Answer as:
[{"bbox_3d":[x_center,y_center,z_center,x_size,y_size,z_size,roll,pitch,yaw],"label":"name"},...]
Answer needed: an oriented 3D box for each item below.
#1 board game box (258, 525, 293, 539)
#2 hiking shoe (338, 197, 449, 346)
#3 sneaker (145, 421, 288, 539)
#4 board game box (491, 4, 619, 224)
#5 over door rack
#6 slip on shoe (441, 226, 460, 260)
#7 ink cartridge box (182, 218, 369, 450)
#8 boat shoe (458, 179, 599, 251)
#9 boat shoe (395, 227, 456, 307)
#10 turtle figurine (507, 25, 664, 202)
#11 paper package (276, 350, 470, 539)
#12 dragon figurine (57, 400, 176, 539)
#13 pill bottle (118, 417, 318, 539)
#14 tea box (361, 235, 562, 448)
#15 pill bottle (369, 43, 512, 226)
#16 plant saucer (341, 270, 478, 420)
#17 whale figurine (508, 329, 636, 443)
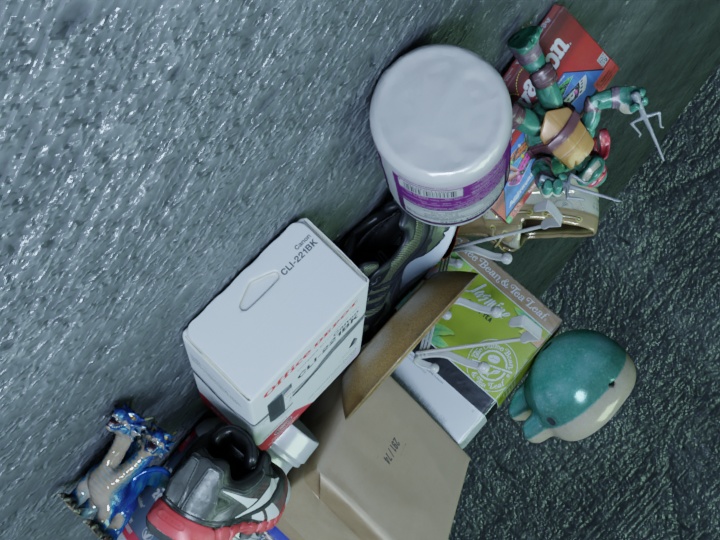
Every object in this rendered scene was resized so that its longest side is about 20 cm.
[{"bbox_3d":[-0.121,0.298,1.310,0.199,0.097,0.160,-36,-173,35],"label":"board game box"},{"bbox_3d":[0.000,0.000,1.145,0.100,0.076,0.201,5,124,-54],"label":"hiking shoe"},{"bbox_3d":[-0.104,0.178,0.989,0.099,0.070,0.200,-65,161,7],"label":"sneaker"},{"bbox_3d":[0.175,-0.158,1.184,0.201,0.103,0.019,-55,-149,-2],"label":"board game box"},{"bbox_3d":[0.145,0.028,1.255,0.199,0.066,0.150,-24,-135,54],"label":"over door rack"},{"bbox_3d":[0.111,-0.091,1.251,0.074,0.061,0.201,-33,158,-47],"label":"slip on shoe"},{"bbox_3d":[-0.071,0.064,1.012,0.144,0.084,0.200,-45,166,-17],"label":"ink cartridge box"},{"bbox_3d":[0.174,-0.058,1.320,0.197,0.067,0.074,-9,158,15],"label":"boat shoe"},{"bbox_3d":[0.043,-0.007,1.230,0.201,0.073,0.068,-60,172,26],"label":"boat shoe"},{"bbox_3d":[0.200,-0.135,1.136,0.151,0.200,0.100,-56,-158,-17],"label":"turtle figurine"},{"bbox_3d":[0.011,0.228,1.260,0.103,0.191,0.201,-36,-164,34],"label":"paper package"},{"bbox_3d":[-0.193,0.175,0.965,0.099,0.059,0.201,-45,165,-19],"label":"dragon figurine"},{"bbox_3d":[-0.138,0.217,1.140,0.201,0.119,0.120,-49,168,-3],"label":"pill bottle"},{"bbox_3d":[0.110,0.078,1.416,0.197,0.199,0.134,-50,168,-4],"label":"tea box"},{"bbox_3d":[0.070,-0.100,0.962,0.113,0.112,0.200,-48,168,-4],"label":"pill bottle"},{"bbox_3d":[0.041,0.067,1.174,0.200,0.035,0.200,-48,175,-5],"label":"plant saucer"},{"bbox_3d":[0.233,0.130,1.371,0.159,0.104,0.200,-46,-170,-20],"label":"whale figurine"}]
